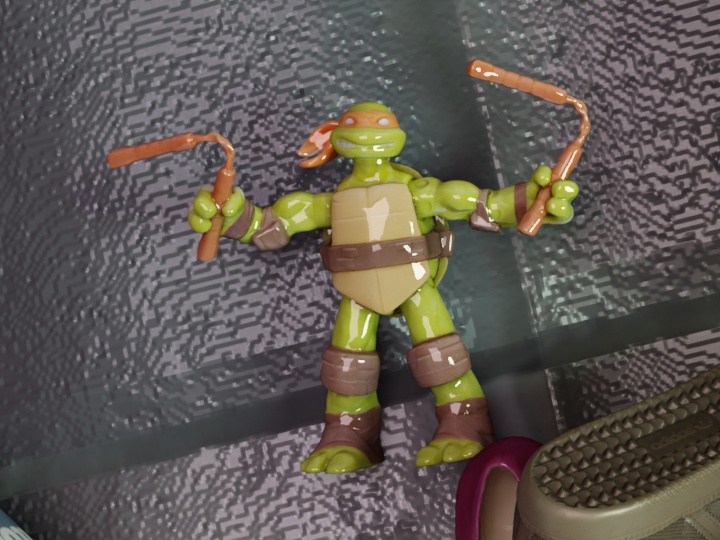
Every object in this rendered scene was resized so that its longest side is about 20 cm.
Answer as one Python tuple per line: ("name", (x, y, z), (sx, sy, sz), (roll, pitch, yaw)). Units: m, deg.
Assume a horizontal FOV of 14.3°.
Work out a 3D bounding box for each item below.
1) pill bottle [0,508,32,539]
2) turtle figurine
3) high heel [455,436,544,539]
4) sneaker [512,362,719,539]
("pill bottle", (-0.161, 0.169, 1.182), (0.200, 0.120, 0.120), (42, 96, 13))
("turtle figurine", (0.000, 0.000, 1.181), (0.199, 0.064, 0.162), (-5, 92, 6))
("high heel", (0.070, 0.167, 1.133), (0.067, 0.096, 0.201), (0, 86, 14))
("sneaker", (0.144, 0.084, 1.117), (0.199, 0.076, 0.071), (-13, 41, -23))
